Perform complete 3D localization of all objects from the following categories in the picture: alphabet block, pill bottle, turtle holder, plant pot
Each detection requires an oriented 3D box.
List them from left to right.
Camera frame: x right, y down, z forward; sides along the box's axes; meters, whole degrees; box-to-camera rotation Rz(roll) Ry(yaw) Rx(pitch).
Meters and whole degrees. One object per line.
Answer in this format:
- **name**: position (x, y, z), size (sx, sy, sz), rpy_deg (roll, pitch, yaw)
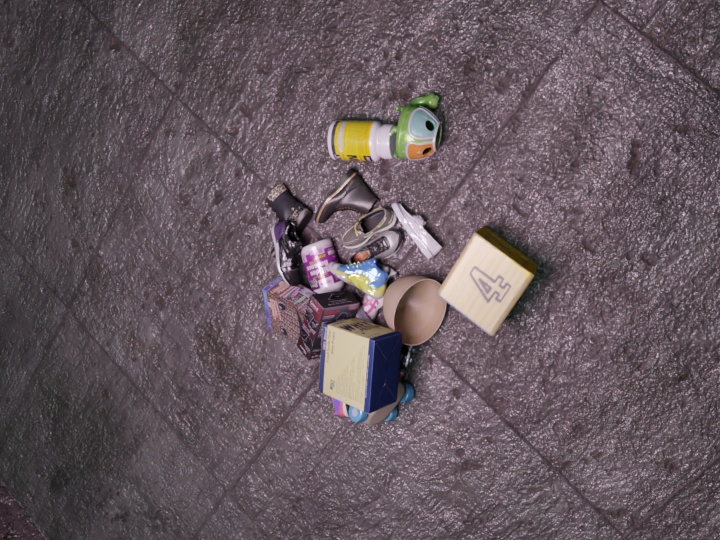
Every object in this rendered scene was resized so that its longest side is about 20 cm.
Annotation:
- **pill bottle**: position (-0.114, 0.012, 1.774), size (0.109, 0.112, 0.207), rpy_deg (-18, 92, 23)
- **pill bottle**: position (0.008, -0.385, 1.659), size (0.193, 0.114, 0.119), rpy_deg (6, 101, 21)
- **plant pot**: position (0.140, 0.100, 1.661), size (0.133, 0.195, 0.208), rpy_deg (30, 112, 51)
- **turtle holder**: position (0.168, -0.402, 1.593), size (0.127, 0.188, 0.144), rpy_deg (11, 135, 19)
- **alphabet block**: position (0.354, 0.023, 1.545), size (0.194, 0.195, 0.204), rpy_deg (35, 109, 10)

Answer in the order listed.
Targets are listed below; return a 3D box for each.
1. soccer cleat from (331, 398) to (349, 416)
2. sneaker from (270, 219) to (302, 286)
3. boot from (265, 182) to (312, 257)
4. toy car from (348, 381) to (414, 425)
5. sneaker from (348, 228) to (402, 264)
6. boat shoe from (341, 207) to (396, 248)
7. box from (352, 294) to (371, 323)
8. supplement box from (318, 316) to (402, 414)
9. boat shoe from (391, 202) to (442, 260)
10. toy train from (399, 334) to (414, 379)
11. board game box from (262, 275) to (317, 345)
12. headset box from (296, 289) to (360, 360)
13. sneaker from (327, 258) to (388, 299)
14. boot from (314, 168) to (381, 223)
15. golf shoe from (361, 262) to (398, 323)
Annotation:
- **soccer cleat**: position (-0.075, 0.384, 1.845), size (0.071, 0.068, 0.208), rpy_deg (-8, 98, 26)
- **sneaker**: position (-0.217, -0.054, 1.734), size (0.086, 0.075, 0.207), rpy_deg (-14, 93, 40)
- **boot**: position (-0.262, -0.164, 1.831), size (0.154, 0.073, 0.205), rpy_deg (46, 112, 14)
- **toy car**: position (0.036, 0.358, 1.766), size (0.179, 0.181, 0.202), rpy_deg (-51, 51, 21)
- **sneaker**: position (0.046, -0.061, 1.716), size (0.196, 0.079, 0.076), rpy_deg (-30, 86, 22)
- **boat shoe**: position (0.015, -0.133, 1.713), size (0.198, 0.060, 0.074), rpy_deg (-27, 63, 25)
- **box**: position (-0.035, 0.207, 1.755), size (0.158, 0.040, 0.203), rpy_deg (55, 134, 32)
- **supplement box**: position (-0.002, 0.260, 1.575), size (0.195, 0.132, 0.209), rpy_deg (12, 102, 39)
- **boat shoe**: position (0.169, -0.130, 1.667), size (0.065, 0.074, 0.202), rpy_deg (-36, 87, 7)
- **toy train**: position (0.114, 0.257, 1.682), size (0.082, 0.201, 0.118), rpy_deg (16, 116, 5)
- **board game box**: position (-0.207, 0.137, 1.785), size (0.196, 0.096, 0.164), rpy_deg (25, 134, 31)
- **headset box**: position (-0.095, 0.153, 1.676), size (0.077, 0.145, 0.206), rpy_deg (40, 122, 38)
- **sneaker**: position (0.000, 0.000, 1.690), size (0.196, 0.076, 0.108), rpy_deg (29, 91, 11)
- **boot**: position (-0.043, -0.193, 1.736), size (0.138, 0.077, 0.201), rpy_deg (43, 112, 5)
- **golf shoe**: position (0.057, 0.085, 1.738), size (0.089, 0.072, 0.207), rpy_deg (20, 106, 17)
